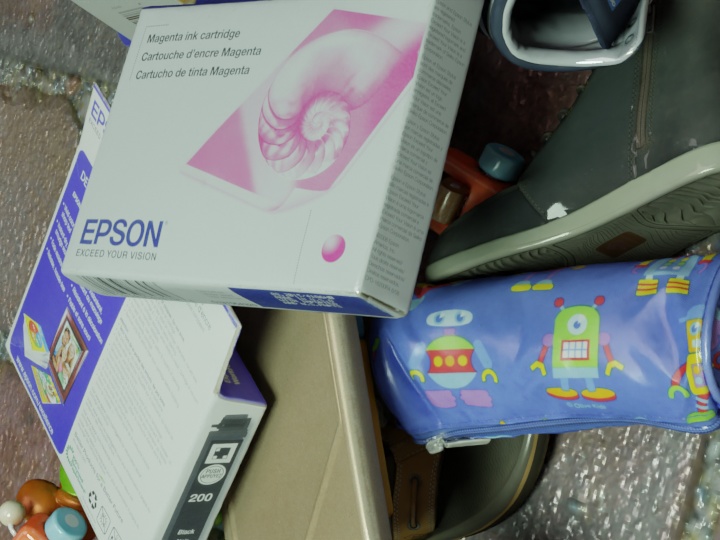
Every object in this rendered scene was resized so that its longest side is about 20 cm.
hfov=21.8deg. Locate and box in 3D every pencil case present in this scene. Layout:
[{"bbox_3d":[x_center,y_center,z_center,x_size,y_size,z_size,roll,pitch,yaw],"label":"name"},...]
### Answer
[{"bbox_3d":[0.096,0.040,0.877,0.200,0.078,0.087,-7,72,36],"label":"pencil case"}]

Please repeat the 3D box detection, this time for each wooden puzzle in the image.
[{"bbox_3d":[-0.034,0.070,0.952,0.200,0.037,0.186,151,112,-63],"label":"wooden puzzle"}]

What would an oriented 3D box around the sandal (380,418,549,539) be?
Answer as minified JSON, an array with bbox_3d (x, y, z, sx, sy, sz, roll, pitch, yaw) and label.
[{"bbox_3d":[0.023,0.106,0.993,0.200,0.055,0.082,-30,58,38],"label":"sandal"}]

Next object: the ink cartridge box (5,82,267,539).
[{"bbox_3d":[-0.118,0.036,1.007,0.198,0.043,0.200,57,136,37],"label":"ink cartridge box"}]

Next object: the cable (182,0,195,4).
[{"bbox_3d":[-0.040,-0.203,1.054,0.050,0.097,0.200,4,58,52],"label":"cable"}]

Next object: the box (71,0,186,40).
[{"bbox_3d":[-0.082,-0.230,1.115,0.097,0.124,0.200,-1,62,55],"label":"box"}]

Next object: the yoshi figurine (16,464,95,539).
[{"bbox_3d":[-0.158,0.064,1.187,0.200,0.112,0.112,-65,32,13],"label":"yoshi figurine"}]

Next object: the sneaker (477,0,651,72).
[{"bbox_3d":[0.136,-0.163,0.865,0.200,0.070,0.109,-34,23,11],"label":"sneaker"}]

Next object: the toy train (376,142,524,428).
[{"bbox_3d":[0.000,0.000,1.022,0.150,0.056,0.200,40,115,26],"label":"toy train"}]

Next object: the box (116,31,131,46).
[{"bbox_3d":[-0.110,-0.244,1.269,0.119,0.041,0.201,16,95,51],"label":"box"}]

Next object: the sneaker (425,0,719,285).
[{"bbox_3d":[0.114,-0.055,0.926,0.200,0.075,0.106,-24,57,34],"label":"sneaker"}]

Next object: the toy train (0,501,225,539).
[{"bbox_3d":[-0.134,0.167,1.097,0.150,0.056,0.200,46,122,-1],"label":"toy train"}]

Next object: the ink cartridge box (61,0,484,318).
[{"bbox_3d":[-0.040,-0.081,0.884,0.196,0.043,0.201,2,73,41],"label":"ink cartridge box"}]
